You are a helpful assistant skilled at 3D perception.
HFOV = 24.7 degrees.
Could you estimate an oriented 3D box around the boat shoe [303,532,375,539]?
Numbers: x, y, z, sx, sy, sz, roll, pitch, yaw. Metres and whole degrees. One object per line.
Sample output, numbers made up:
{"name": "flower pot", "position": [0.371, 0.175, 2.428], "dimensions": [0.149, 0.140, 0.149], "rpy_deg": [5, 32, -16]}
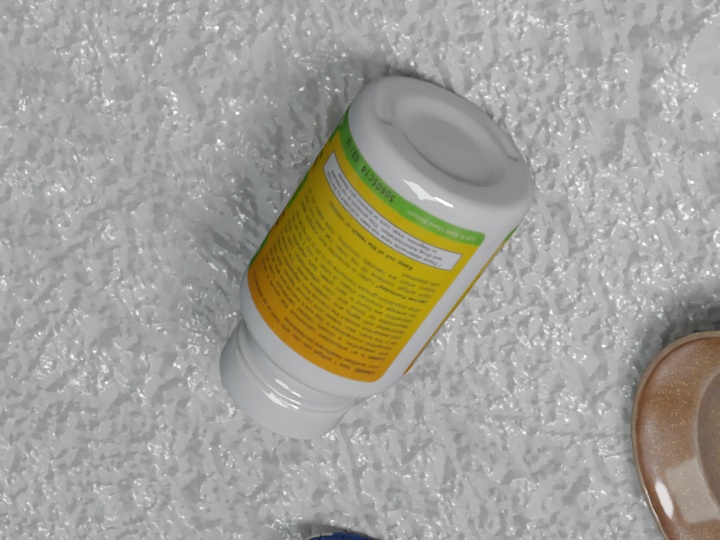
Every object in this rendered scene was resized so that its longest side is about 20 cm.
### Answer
{"name": "boat shoe", "position": [0.037, 0.244, 1.063], "dimensions": [0.200, 0.072, 0.072], "rpy_deg": [29, 124, 1]}

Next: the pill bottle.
{"name": "pill bottle", "position": [0.000, 0.000, 0.918], "dimensions": [0.111, 0.111, 0.200], "rpy_deg": [34, 123, -2]}

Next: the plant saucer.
{"name": "plant saucer", "position": [0.235, 0.120, 0.907], "dimensions": [0.200, 0.037, 0.201], "rpy_deg": [35, 139, 39]}
